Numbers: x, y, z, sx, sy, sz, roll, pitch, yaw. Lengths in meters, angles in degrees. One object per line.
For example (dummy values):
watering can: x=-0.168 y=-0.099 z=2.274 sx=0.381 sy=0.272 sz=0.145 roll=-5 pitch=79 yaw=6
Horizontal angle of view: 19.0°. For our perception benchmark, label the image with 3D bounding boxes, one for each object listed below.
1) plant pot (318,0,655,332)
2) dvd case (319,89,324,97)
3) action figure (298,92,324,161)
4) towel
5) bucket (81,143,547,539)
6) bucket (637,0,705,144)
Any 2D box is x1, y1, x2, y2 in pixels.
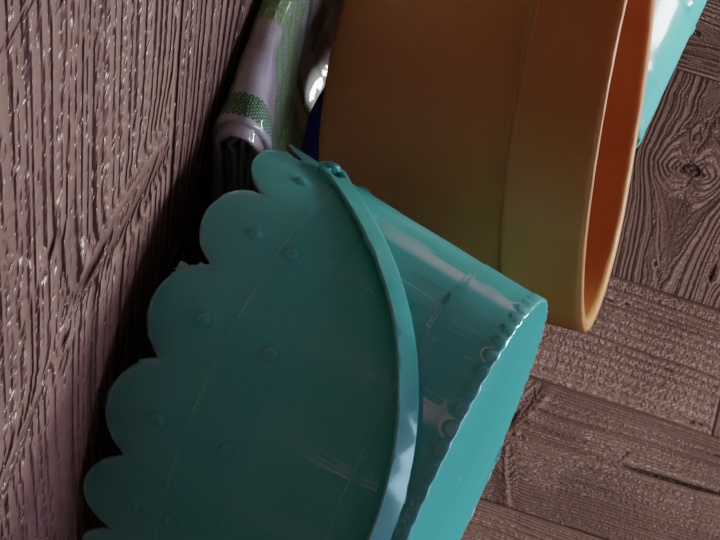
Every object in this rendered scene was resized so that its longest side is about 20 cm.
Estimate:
plant pot: x=0.062 y=-0.079 z=1.065 sx=0.200 sy=0.139 sz=0.202 roll=9 pitch=90 yaw=-79
dvd case: x=-0.009 y=-0.017 z=1.251 sx=0.148 sy=0.016 sz=0.202 roll=25 pitch=82 yaw=-59
action figure: x=-0.018 y=-0.069 z=1.147 sx=0.065 sy=0.051 sz=0.201 roll=76 pitch=29 yaw=-71
towel: x=-0.026 y=-0.106 z=1.007 sx=0.149 sy=0.030 sz=0.201 roll=100 pitch=8 yaw=-62
bucket: x=-0.015 y=0.065 z=0.926 sx=0.208 sy=0.134 sz=0.208 roll=-60 pitch=167 yaw=-24
bucket: x=0.109 y=-0.168 z=1.306 sx=0.207 sy=0.206 sz=0.136 roll=84 pitch=28 yaw=-79
